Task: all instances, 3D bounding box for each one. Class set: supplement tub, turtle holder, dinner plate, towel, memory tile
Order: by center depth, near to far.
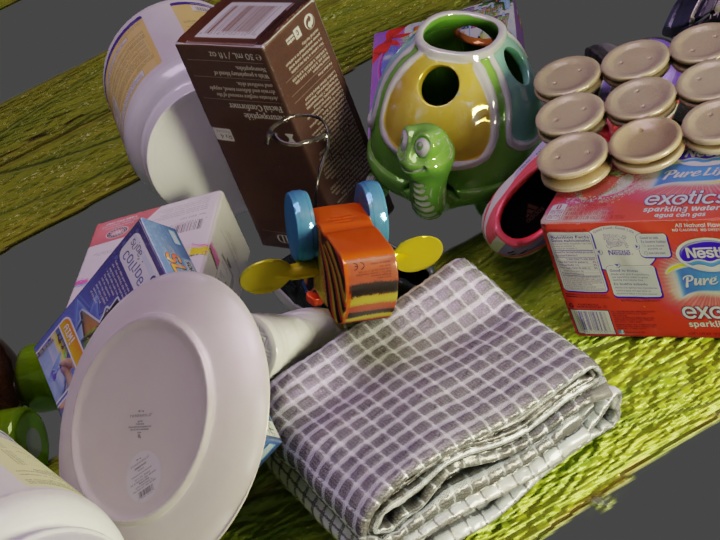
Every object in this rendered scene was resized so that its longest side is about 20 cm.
[{"bbox_3d":[-0.230,0.187,1.066,0.145,0.145,0.200,-36,34,-22],"label":"supplement tub"},{"bbox_3d":[-0.135,0.096,1.100,0.200,0.024,0.201,-14,69,40],"label":"dinner plate"},{"bbox_3d":[0.046,0.089,1.101,0.200,0.086,0.165,-32,34,-16],"label":"towel"},{"bbox_3d":[0.217,-0.119,1.177,0.199,0.017,0.154,-12,36,12],"label":"memory tile"},{"bbox_3d":[0.062,-0.117,1.318,0.141,0.132,0.185,29,42,35],"label":"turtle holder"},{"bbox_3d":[-0.144,-0.142,1.513,0.145,0.146,0.200,-24,31,-3],"label":"supplement tub"}]

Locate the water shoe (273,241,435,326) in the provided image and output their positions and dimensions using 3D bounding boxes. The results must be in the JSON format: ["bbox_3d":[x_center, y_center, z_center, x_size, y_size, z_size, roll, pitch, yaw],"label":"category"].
[{"bbox_3d":[0.000,0.000,1.270,0.071,0.079,0.200,-39,35,-27],"label":"water shoe"}]

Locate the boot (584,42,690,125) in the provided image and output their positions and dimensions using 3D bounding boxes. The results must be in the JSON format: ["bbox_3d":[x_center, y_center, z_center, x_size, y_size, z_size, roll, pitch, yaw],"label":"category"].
[{"bbox_3d":[0.274,-0.140,1.337,0.131,0.070,0.200,-28,43,-15],"label":"boot"}]

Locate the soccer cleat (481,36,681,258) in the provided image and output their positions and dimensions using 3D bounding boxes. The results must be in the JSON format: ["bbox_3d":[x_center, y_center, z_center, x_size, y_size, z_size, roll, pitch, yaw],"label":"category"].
[{"bbox_3d":[0.165,-0.087,1.247,0.200,0.068,0.073,-46,0,5],"label":"soccer cleat"}]

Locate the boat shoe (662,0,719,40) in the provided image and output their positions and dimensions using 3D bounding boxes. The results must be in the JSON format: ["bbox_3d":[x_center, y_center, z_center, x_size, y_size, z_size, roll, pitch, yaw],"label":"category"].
[{"bbox_3d":[0.326,-0.252,1.429,0.200,0.075,0.093,-48,21,-25],"label":"boat shoe"}]

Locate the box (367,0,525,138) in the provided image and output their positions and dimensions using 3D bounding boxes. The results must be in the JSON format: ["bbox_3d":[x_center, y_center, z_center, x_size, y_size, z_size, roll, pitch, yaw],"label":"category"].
[{"bbox_3d":[0.078,-0.167,1.514,0.136,0.039,0.200,-14,32,12],"label":"box"}]

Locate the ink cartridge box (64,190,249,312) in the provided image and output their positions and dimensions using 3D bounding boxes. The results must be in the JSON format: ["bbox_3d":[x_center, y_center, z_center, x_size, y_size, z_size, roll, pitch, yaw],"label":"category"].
[{"bbox_3d":[-0.161,0.027,1.340,0.116,0.068,0.200,-14,31,14],"label":"ink cartridge box"}]

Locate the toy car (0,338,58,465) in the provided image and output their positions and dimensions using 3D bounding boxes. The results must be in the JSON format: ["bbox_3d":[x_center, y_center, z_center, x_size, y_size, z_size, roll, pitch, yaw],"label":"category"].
[{"bbox_3d":[-0.331,0.058,1.272,0.163,0.201,0.158,-11,33,18],"label":"toy car"}]

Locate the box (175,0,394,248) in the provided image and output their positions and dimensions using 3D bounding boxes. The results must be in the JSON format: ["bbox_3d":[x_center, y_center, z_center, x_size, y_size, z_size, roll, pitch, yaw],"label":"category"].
[{"bbox_3d":[-0.058,-0.113,1.362,0.100,0.201,0.075,8,44,40],"label":"box"}]

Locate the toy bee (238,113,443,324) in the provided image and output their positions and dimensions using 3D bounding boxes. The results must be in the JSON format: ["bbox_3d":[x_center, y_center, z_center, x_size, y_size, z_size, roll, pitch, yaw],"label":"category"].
[{"bbox_3d":[-0.010,-0.012,1.158,0.130,0.109,0.200,2,32,6],"label":"toy bee"}]

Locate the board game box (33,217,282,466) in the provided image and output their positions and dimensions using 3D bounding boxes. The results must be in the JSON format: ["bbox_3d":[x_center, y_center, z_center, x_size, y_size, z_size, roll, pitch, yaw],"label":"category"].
[{"bbox_3d":[-0.141,0.081,1.149,0.135,0.034,0.200,-47,50,22],"label":"board game box"}]

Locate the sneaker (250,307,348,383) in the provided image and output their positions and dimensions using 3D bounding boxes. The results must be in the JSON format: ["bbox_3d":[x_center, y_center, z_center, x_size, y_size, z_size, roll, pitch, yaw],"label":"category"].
[{"bbox_3d":[-0.095,0.087,1.218,0.200,0.074,0.115,-30,-13,33],"label":"sneaker"}]

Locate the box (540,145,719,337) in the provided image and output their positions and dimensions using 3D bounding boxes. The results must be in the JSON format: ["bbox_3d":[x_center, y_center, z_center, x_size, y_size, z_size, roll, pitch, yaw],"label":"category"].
[{"bbox_3d":[0.234,-0.021,1.137,0.199,0.100,0.096,-1,37,32],"label":"box"}]
